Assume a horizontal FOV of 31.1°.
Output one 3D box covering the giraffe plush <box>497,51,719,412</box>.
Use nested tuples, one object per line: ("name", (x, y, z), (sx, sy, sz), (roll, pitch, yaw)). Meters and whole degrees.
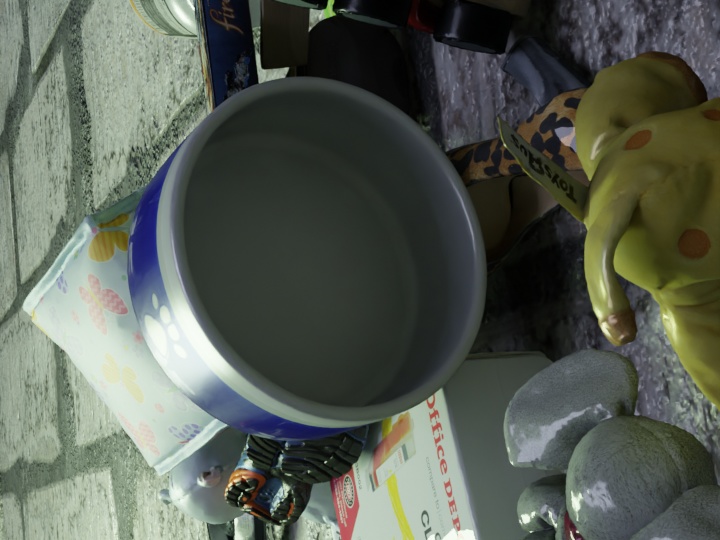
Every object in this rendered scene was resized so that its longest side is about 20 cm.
("giraffe plush", (0.178, -0.050, 0.527), (0.162, 0.200, 0.173), (-31, 56, 29))

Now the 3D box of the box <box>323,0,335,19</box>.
("box", (0.016, -0.285, 0.972), (0.200, 0.036, 0.145), (138, 127, -59))

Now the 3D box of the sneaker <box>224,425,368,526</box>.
("sneaker", (-0.046, 0.110, 0.913), (0.200, 0.075, 0.079), (-50, 21, 53))

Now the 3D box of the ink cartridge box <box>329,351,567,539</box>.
("ink cartridge box", (0.060, 0.156, 0.846), (0.200, 0.083, 0.146), (128, 135, -54))

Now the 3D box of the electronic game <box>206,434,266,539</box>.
("electronic game", (-0.125, 0.225, 1.293), (0.200, 0.041, 0.201), (176, 90, -73))

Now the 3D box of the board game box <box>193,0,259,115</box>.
("board game box", (-0.097, -0.134, 0.957), (0.135, 0.034, 0.201), (-149, 52, -80))

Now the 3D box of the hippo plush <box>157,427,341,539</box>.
("hippo plush", (-0.091, 0.162, 1.077), (0.159, 0.160, 0.201), (139, 125, -58))

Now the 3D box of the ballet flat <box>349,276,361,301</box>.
("ballet flat", (-0.027, -0.025, 0.889), (0.071, 0.065, 0.200), (-54, 15, 23))

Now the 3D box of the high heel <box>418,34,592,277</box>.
("high heel", (0.091, -0.028, 0.777), (0.201, 0.071, 0.143), (-68, 26, 24))

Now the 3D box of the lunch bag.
("lunch bag", (-0.140, 0.042, 0.922), (0.170, 0.127, 0.200), (51, 139, 1))

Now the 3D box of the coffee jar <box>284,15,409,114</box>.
("coffee jar", (-0.032, -0.109, 1.025), (0.200, 0.085, 0.105), (131, 139, -56))

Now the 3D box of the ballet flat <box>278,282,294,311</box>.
("ballet flat", (-0.063, 0.004, 0.816), (0.068, 0.068, 0.201), (-37, 70, 50))

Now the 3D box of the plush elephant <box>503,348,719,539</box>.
("plush elephant", (0.131, 0.132, 0.623), (0.155, 0.199, 0.165), (-52, 35, 27))

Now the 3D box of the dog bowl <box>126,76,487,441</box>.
("dog bowl", (-0.030, -0.005, 0.747), (0.079, 0.199, 0.201), (-30, 65, 56))

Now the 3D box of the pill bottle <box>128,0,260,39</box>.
("pill bottle", (-0.145, -0.277, 1.225), (0.200, 0.116, 0.117), (-158, 69, -62))

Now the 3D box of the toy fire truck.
("toy fire truck", (0.002, -0.187, 0.846), (0.200, 0.175, 0.129), (-147, 69, -75))
